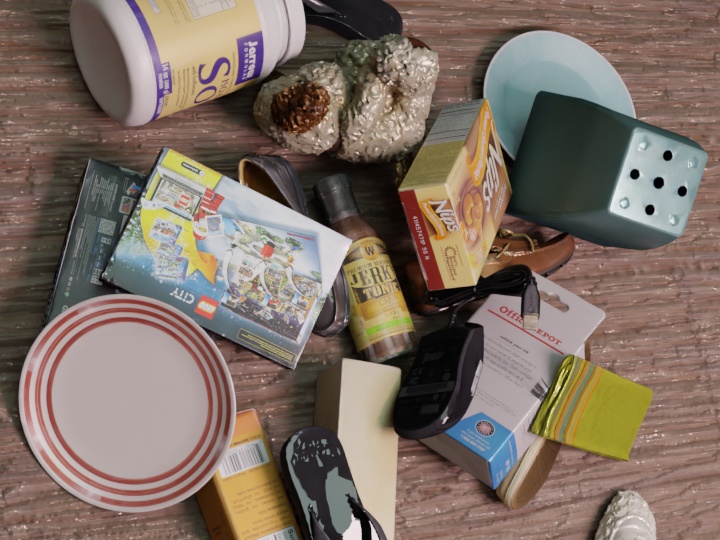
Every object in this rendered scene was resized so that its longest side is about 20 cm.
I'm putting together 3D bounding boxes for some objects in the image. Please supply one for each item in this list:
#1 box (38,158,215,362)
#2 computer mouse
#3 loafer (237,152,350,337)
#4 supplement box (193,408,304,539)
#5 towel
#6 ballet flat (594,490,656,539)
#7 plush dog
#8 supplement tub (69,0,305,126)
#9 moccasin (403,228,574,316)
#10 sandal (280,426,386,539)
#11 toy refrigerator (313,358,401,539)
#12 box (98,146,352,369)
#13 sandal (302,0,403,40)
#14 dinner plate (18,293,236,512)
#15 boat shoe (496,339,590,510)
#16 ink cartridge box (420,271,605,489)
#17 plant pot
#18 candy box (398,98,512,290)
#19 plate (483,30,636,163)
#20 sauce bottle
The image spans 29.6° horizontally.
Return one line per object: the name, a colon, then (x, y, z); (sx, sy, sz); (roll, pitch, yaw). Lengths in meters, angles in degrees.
box: (-0.210, 0.008, 1.305); (0.159, 0.046, 0.200); (16, 66, -17)
computer mouse: (0.111, 0.082, 1.302); (0.046, 0.140, 0.200); (49, 41, -33)
loafer: (-0.074, -0.025, 1.348); (0.073, 0.072, 0.200); (-32, 76, 15)
supplement box: (-0.100, 0.234, 1.258); (0.069, 0.067, 0.200); (-14, 77, -28)
towel: (0.242, 0.143, 1.382); (0.200, 0.018, 0.086); (23, 93, -52)
ballet flat: (0.267, 0.313, 1.383); (0.072, 0.072, 0.200); (31, 62, -10)
plush dog: (-0.025, -0.161, 1.391); (0.171, 0.200, 0.161); (1, 97, -15)
supplement tub: (-0.171, -0.239, 1.356); (0.200, 0.145, 0.146); (-24, 82, -27)
moccasin: (0.138, -0.011, 1.449); (0.201, 0.074, 0.078); (-16, 86, -17)
sandal: (-0.014, 0.235, 1.211); (0.076, 0.043, 0.200); (-24, 82, -28)
toy refrigerator: (-0.005, 0.193, 1.307); (0.070, 0.076, 0.200); (11, 67, -19)
box: (-0.125, -0.010, 1.278); (0.200, 0.038, 0.137); (27, 81, -12)
sandal: (-0.043, -0.302, 1.490); (0.200, 0.043, 0.076); (15, 66, -17)
dinner plate: (-0.208, 0.118, 1.225); (0.200, 0.024, 0.201); (1, 100, 5)
boat shoe: (0.177, 0.152, 1.410); (0.065, 0.072, 0.200); (15, 65, 23)
ink cartridge box: (0.146, 0.103, 1.366); (0.116, 0.068, 0.200); (32, 67, 28)
plant pot: (0.264, -0.100, 1.430); (0.141, 0.200, 0.142); (17, 92, -17)
candy box: (0.100, -0.081, 1.388); (0.200, 0.055, 0.116); (-63, 141, -55)
plate: (0.227, -0.182, 1.570); (0.200, 0.026, 0.201); (7, 69, -19)
sauce bottle: (0.000, 0.000, 1.386); (0.065, 0.065, 0.200); (-15, 78, -27)
